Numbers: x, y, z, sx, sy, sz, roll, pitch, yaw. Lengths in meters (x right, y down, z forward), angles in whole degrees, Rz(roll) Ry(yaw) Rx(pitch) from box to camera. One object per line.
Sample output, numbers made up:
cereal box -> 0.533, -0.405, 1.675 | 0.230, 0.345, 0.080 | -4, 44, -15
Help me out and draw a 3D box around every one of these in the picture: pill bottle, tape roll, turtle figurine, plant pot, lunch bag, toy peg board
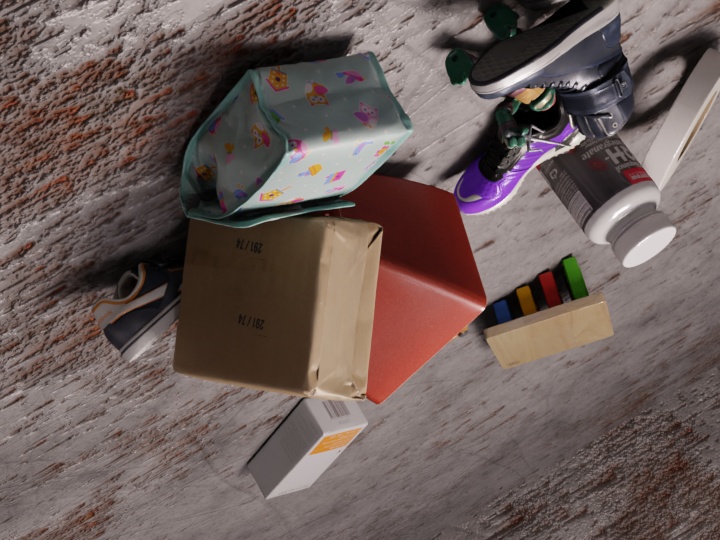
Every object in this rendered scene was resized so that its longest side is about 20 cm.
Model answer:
pill bottle -> 0.317, -0.105, 1.765 | 0.111, 0.200, 0.111 | -27, 156, -13
tape roll -> 0.432, -0.199, 1.814 | 0.203, 0.037, 0.203 | -55, 166, -20
turtle figurine -> 0.183, -0.210, 1.514 | 0.200, 0.101, 0.150 | 27, 92, -47
plant pot -> 0.000, 0.000, 1.585 | 0.176, 0.200, 0.200 | 26, 123, -33
lunch bag -> -0.073, -0.115, 1.368 | 0.170, 0.122, 0.200 | -14, 159, -40
toy peg board -> 0.305, 0.068, 2.267 | 0.199, 0.098, 0.200 | -18, 158, 8

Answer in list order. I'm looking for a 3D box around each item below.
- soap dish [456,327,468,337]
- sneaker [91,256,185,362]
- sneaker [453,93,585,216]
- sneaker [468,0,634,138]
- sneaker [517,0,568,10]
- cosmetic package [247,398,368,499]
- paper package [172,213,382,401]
soap dish -> 0.067, 0.088, 1.969 | 0.200, 0.081, 0.157 | -32, 166, -4
sneaker -> -0.217, 0.018, 1.521 | 0.078, 0.079, 0.200 | -44, 179, 40
sneaker -> 0.184, -0.154, 1.686 | 0.200, 0.070, 0.100 | -40, 149, 8
sneaker -> 0.209, -0.188, 1.432 | 0.202, 0.077, 0.146 | -32, 123, -24
sneaker -> 0.254, -0.322, 1.424 | 0.200, 0.066, 0.091 | -35, 155, 1
cosmetic package -> -0.087, 0.281, 2.202 | 0.101, 0.071, 0.200 | -9, 148, -43
paper package -> -0.087, 0.033, 1.448 | 0.200, 0.191, 0.103 | 4, 176, 39
